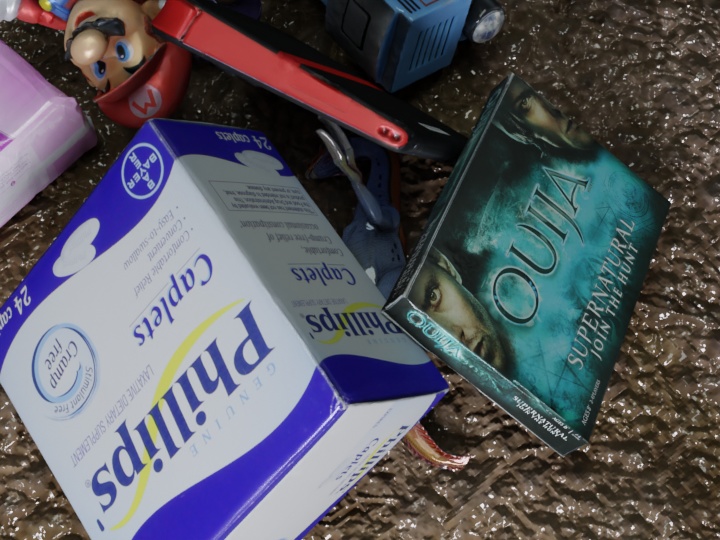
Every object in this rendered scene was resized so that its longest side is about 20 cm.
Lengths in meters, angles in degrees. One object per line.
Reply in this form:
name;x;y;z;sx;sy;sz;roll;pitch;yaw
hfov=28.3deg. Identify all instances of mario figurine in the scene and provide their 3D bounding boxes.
mario figurine;-0.178;-0.178;0.886;0.106;0.123;0.201;-33;91;-29

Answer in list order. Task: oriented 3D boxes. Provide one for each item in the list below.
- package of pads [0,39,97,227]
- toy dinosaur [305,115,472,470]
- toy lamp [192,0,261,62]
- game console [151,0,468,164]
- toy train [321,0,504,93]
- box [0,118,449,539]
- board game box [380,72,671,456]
package of pads;-0.281;-0.067;0.922;0.120;0.076;0.200;39;73;20
toy dinosaur;0.000;0.000;0.895;0.105;0.200;0.182;-19;33;41
toy lamp;-0.072;-0.209;0.909;0.058;0.200;0.059;12;55;-18
game console;-0.021;-0.109;0.868;0.176;0.200;0.031;32;101;14
toy train;0.007;-0.214;0.953;0.114;0.087;0.200;-29;66;-32
box;-0.087;0.052;0.796;0.184;0.105;0.200;-47;66;23
board game box;0.103;-0.010;0.834;0.135;0.028;0.201;37;49;-12
